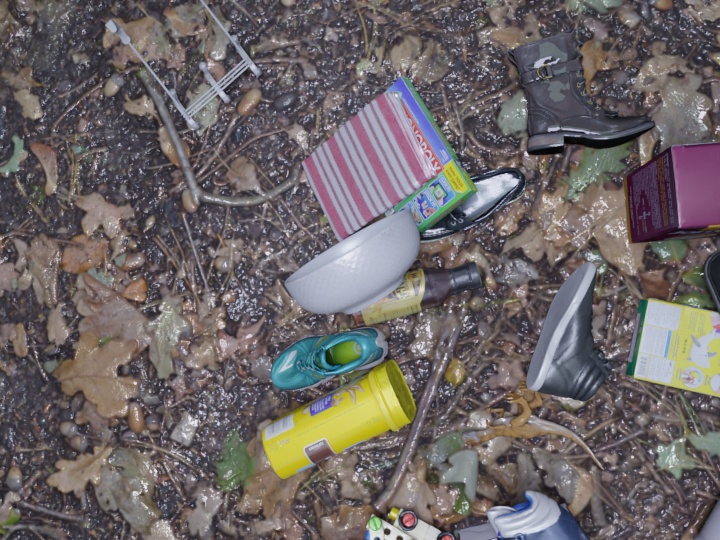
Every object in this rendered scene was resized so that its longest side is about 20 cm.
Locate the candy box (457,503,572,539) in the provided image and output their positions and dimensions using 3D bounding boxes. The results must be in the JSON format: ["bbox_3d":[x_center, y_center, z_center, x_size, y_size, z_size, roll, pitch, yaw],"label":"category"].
[{"bbox_3d":[0.247,0.459,0.871,0.166,0.072,0.203,-17,85,6],"label":"candy box"}]

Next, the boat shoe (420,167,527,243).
[{"bbox_3d":[0.154,-0.099,0.913,0.197,0.066,0.075,-19,86,7],"label":"boat shoe"}]

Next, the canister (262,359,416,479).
[{"bbox_3d":[-0.028,0.213,0.883,0.198,0.148,0.087,-27,84,8],"label":"canister"}]

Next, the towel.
[{"bbox_3d":[0.008,-0.150,0.916,0.199,0.030,0.148,-32,77,34],"label":"towel"}]

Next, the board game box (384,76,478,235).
[{"bbox_3d":[0.067,-0.161,0.907,0.134,0.029,0.202,-38,73,31],"label":"board game box"}]

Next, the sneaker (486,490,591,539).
[{"bbox_3d":[0.206,0.389,0.812,0.146,0.081,0.200,43,96,17],"label":"sneaker"}]

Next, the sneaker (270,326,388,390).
[{"bbox_3d":[-0.057,0.129,0.916,0.198,0.079,0.078,-23,82,22],"label":"sneaker"}]

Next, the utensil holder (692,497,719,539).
[{"bbox_3d":[0.557,0.322,0.792,0.169,0.170,0.202,30,88,8],"label":"utensil holder"}]

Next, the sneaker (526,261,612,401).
[{"bbox_3d":[0.320,0.094,0.886,0.098,0.071,0.202,23,88,-2],"label":"sneaker"}]

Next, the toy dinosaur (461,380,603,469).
[{"bbox_3d":[0.248,0.224,0.899,0.197,0.060,0.108,-2,107,15],"label":"toy dinosaur"}]

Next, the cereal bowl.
[{"bbox_3d":[0.000,0.000,0.843,0.199,0.200,0.084,-31,97,5],"label":"cereal bowl"}]

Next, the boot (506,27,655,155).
[{"bbox_3d":[0.320,-0.267,0.898,0.197,0.069,0.177,-5,87,9],"label":"boot"}]

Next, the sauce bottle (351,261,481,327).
[{"bbox_3d":[0.080,0.030,0.919,0.197,0.066,0.067,-17,85,5],"label":"sauce bottle"}]

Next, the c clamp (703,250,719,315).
[{"bbox_3d":[0.573,0.051,0.842,0.169,0.027,0.202,-15,64,0],"label":"c clamp"}]

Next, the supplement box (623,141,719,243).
[{"bbox_3d":[0.443,-0.098,0.808,0.129,0.200,0.105,-3,87,8],"label":"supplement box"}]

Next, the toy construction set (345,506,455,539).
[{"bbox_3d":[0.067,0.425,0.887,0.199,0.092,0.132,32,67,0],"label":"toy construction set"}]

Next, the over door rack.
[{"bbox_3d":[-0.271,-0.348,0.973,0.147,0.067,0.201,-39,104,4],"label":"over door rack"}]

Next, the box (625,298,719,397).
[{"bbox_3d":[0.491,0.116,0.869,0.197,0.048,0.119,12,88,10],"label":"box"}]
